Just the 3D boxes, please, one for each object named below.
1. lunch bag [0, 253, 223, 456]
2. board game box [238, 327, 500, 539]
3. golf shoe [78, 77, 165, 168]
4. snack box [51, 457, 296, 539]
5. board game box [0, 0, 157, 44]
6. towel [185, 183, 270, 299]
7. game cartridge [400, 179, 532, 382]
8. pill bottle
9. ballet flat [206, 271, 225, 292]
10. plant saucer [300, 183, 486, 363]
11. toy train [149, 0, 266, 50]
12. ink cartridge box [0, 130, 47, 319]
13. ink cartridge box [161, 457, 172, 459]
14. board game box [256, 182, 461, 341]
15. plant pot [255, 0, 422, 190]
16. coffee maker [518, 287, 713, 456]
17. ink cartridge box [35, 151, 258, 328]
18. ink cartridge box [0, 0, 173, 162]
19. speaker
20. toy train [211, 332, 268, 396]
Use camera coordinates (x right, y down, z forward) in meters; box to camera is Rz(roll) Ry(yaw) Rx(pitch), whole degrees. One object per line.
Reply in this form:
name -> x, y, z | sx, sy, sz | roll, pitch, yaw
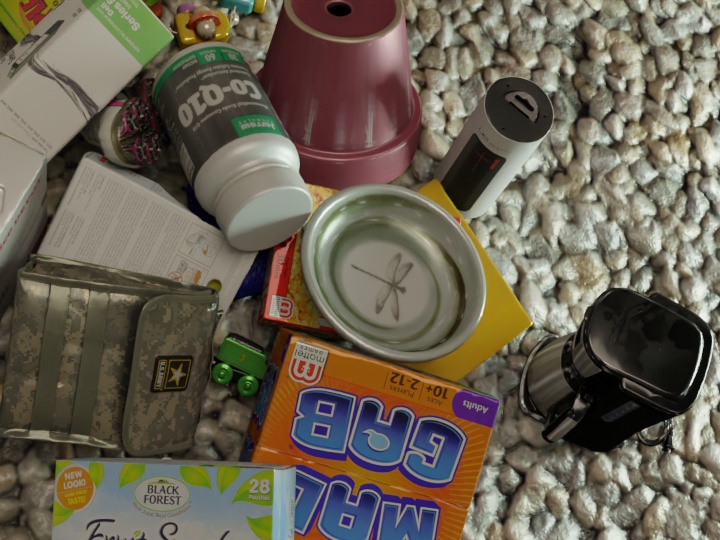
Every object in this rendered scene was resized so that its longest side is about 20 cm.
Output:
lunch bag -> -0.240, 0.085, 1.122 | 0.198, 0.118, 0.166 | 9, 99, -12
board game box -> -0.009, 0.181, 1.096 | 0.198, 0.200, 0.202 | 18, 87, -7
golf shoe -> -0.256, -0.146, 1.207 | 0.091, 0.200, 0.073 | -15, 109, 2
snack box -> -0.157, 0.244, 0.958 | 0.198, 0.068, 0.171 | 1, 83, 14
board game box -> -0.301, -0.313, 1.281 | 0.199, 0.048, 0.102 | -40, 83, -3
towel -> -0.081, -0.064, 1.282 | 0.198, 0.050, 0.149 | -20, 76, -21
game cartridge -> 0.071, 0.026, 1.278 | 0.176, 0.032, 0.201 | -34, 89, -19
pill bottle -> -0.129, -0.126, 1.169 | 0.112, 0.114, 0.201 | -18, 59, -20
ballet flat -> -0.216, -0.027, 1.223 | 0.199, 0.067, 0.067 | 35, 106, 13
plant saucer -> 0.028, 0.008, 1.161 | 0.198, 0.050, 0.202 | 11, 58, -17
toy train -> -0.197, -0.334, 1.349 | 0.200, 0.056, 0.150 | -40, 84, -24
ink cartridge box -> -0.370, -0.032, 1.110 | 0.082, 0.200, 0.148 | 25, 65, -4
ink cartridge box -> -0.179, 0.290, 1.071 | 0.128, 0.125, 0.201 | -28, 79, -10
board game box -> 0.000, 0.000, 1.222 | 0.198, 0.046, 0.153 | 11, 76, -13
plant pot -> -0.024, -0.214, 1.249 | 0.197, 0.180, 0.201 | 4, 48, -4
coffee maker -> 0.292, 0.112, 1.233 | 0.190, 0.200, 0.136 | 6, 69, -12
ink cartridge box -> -0.226, -0.006, 1.183 | 0.199, 0.050, 0.163 | 27, 101, -11
ink cartridge box -> -0.300, -0.211, 1.183 | 0.200, 0.146, 0.084 | -44, 118, 0
speaker -> 0.145, -0.134, 1.284 | 0.080, 0.200, 0.082 | 5, 68, -12
toy train -> -0.066, 0.125, 1.212 | 0.198, 0.042, 0.057 | 25, 94, -5
